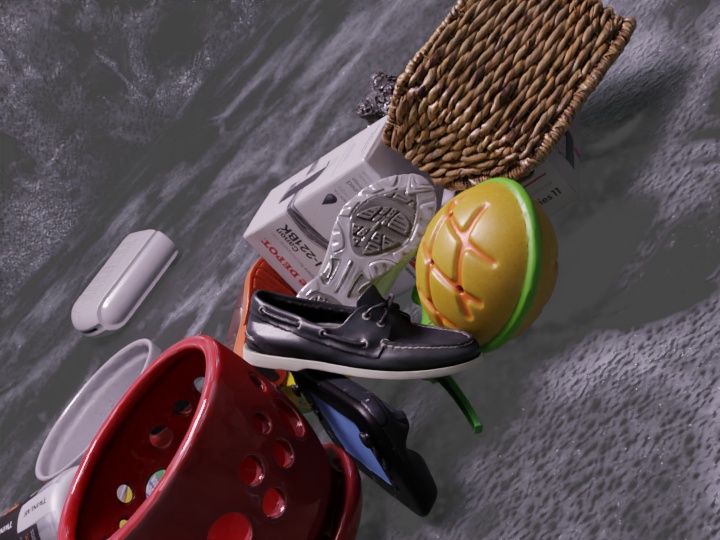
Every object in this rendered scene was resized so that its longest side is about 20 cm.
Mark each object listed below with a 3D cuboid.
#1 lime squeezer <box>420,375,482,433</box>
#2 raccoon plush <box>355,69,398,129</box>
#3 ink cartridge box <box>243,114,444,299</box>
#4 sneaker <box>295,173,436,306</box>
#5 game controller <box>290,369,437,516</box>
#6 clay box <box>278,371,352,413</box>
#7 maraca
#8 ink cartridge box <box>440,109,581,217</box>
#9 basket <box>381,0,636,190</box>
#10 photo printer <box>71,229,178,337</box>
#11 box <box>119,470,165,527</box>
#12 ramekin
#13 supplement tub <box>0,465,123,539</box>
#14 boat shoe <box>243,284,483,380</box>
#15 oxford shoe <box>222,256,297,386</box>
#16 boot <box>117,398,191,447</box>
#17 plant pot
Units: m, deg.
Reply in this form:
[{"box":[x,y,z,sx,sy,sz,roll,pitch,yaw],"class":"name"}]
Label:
[{"box":[0.034,0.072,0.937,0.198,0.070,0.038,24,112,32],"class":"lime squeezer"},{"box":[0.092,-0.184,1.233,0.199,0.134,0.097,-35,22,30],"class":"raccoon plush"},{"box":[-0.001,-0.044,1.145,0.199,0.144,0.084,-27,24,44],"class":"ink cartridge box"},{"box":[0.000,0.000,1.037,0.201,0.078,0.099,-53,-10,-4],"class":"sneaker"},{"box":[-0.002,0.128,0.901,0.042,0.105,0.200,-26,15,-16],"class":"game controller"},{"box":[-0.056,0.091,1.155,0.199,0.048,0.116,-18,35,50],"class":"clay box"},{"box":[0.092,0.006,0.937,0.200,0.106,0.139,136,136,-55],"class":"maraca"},{"box":[0.143,-0.094,1.066,0.117,0.067,0.201,-32,25,31],"class":"ink cartridge box"},{"box":[0.131,-0.162,1.033,0.201,0.148,0.143,-54,-9,-25],"class":"basket"},{"box":[-0.409,0.028,1.932,0.201,0.069,0.166,-56,23,-21],"class":"photo printer"},{"box":[-0.203,0.269,1.025,0.117,0.048,0.203,25,98,68],"class":"box"},{"box":[-0.274,0.191,1.323,0.200,0.105,0.201,-40,21,19],"class":"ramekin"},{"box":[-0.335,0.302,1.217,0.199,0.122,0.123,-35,24,29],"class":"supplement tub"},{"box":[-0.001,0.044,0.897,0.197,0.067,0.074,3,12,23],"class":"boat shoe"},{"box":[-0.112,0.059,1.157,0.072,0.071,0.201,-40,22,29],"class":"oxford shoe"},{"box":[-0.213,0.205,1.121,0.201,0.144,0.072,-51,23,-7],"class":"boot"},{"box":[-0.107,0.180,0.886,0.200,0.182,0.201,-44,24,25],"class":"plant pot"}]
